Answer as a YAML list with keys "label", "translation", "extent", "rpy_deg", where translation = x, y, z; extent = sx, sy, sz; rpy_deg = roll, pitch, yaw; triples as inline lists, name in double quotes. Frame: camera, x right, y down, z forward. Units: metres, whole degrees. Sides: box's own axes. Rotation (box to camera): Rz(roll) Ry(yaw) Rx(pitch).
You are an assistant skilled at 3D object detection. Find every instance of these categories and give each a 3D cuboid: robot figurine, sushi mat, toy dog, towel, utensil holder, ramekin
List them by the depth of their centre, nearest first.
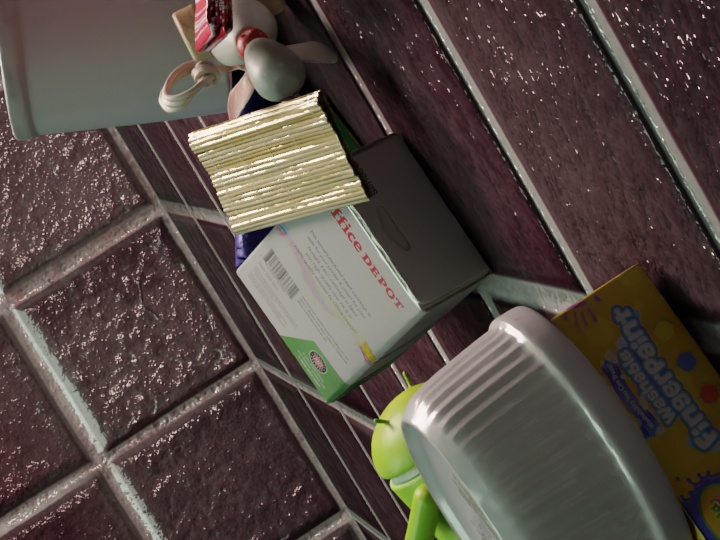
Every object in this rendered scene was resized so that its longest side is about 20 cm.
- label: "ramekin"
  translation: [0.111, 0.133, 1.385]
  extent: [0.200, 0.105, 0.200]
  rpy_deg: [55, 170, 14]
- label: "towel"
  translation: [-0.122, -0.276, 1.697]
  extent: [0.145, 0.022, 0.200]
  rpy_deg: [177, 90, -80]
- label: "sushi mat"
  translation: [-0.068, -0.084, 1.756]
  extent: [0.200, 0.012, 0.096]
  rpy_deg: [-12, 110, 54]
- label: "toy dog"
  translation: [-0.087, -0.173, 1.819]
  extent: [0.200, 0.132, 0.096]
  rpy_deg: [-89, -26, -53]
- label: "utensil holder"
  translation: [-0.223, -0.211, 1.993]
  extent: [0.170, 0.200, 0.170]
  rpy_deg: [175, 90, -86]
- label: "robot figurine"
  translation: [0.093, 0.185, 2.013]
  extent: [0.200, 0.116, 0.176]
  rpy_deg: [47, -143, -10]
- label: "towel"
  translation: [-0.094, -0.102, 2.027]
  extent: [0.148, 0.049, 0.200]
  rpy_deg: [136, 132, -84]

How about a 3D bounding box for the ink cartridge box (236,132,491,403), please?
- label: "ink cartridge box"
  translation: [0.000, 0.000, 1.819]
  extent: [0.145, 0.087, 0.200]
  rpy_deg: [55, 147, 8]

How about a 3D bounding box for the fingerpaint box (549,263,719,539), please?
- label: "fingerpaint box"
  translation: [0.199, 0.111, 1.415]
  extent: [0.200, 0.073, 0.167]
  rpy_deg: [55, 171, 11]

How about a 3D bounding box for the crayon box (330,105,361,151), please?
- label: "crayon box"
  translation: [0.001, -0.044, 1.963]
  extent: [0.200, 0.058, 0.119]
  rpy_deg: [54, 170, 18]
